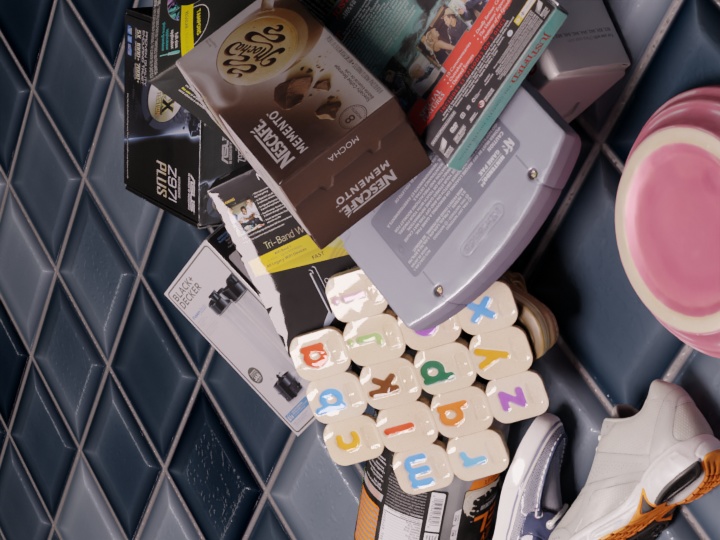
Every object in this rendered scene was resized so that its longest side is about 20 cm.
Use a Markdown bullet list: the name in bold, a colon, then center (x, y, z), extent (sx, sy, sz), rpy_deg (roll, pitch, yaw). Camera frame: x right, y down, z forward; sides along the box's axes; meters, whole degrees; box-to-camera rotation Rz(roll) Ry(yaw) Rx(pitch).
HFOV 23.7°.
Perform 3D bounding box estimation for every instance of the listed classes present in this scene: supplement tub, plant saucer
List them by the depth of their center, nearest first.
- **plant saucer**: center (0.254, -0.032, 1.253), extent (0.200, 0.050, 0.203), rpy_deg (20, 114, 53)
- **supplement tub**: center (0.060, 0.201, 1.531), extent (0.122, 0.121, 0.202), rpy_deg (37, 128, 44)

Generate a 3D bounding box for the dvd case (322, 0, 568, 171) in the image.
- **dvd case**: center (0.059, -0.191, 1.320), extent (0.147, 0.022, 0.200), rpy_deg (-55, 50, 17)

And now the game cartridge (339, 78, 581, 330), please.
- **game cartridge**: center (0.077, -0.058, 1.317), extent (0.201, 0.040, 0.134), rpy_deg (-51, 54, 21)

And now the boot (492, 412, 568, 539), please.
- **boot**: center (0.163, 0.224, 1.452), extent (0.090, 0.073, 0.202), rpy_deg (22, 114, 23)

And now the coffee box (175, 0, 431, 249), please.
- **coffee box**: center (-0.047, -0.124, 1.342), extent (0.200, 0.113, 0.080), rpy_deg (51, 176, 45)

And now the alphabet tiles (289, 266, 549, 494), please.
- **alphabet tiles**: center (0.048, 0.084, 1.407), extent (0.194, 0.015, 0.202), rpy_deg (-17, 105, 16)

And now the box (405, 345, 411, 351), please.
- **box**: center (0.000, 0.000, 1.559), extent (0.200, 0.034, 0.111), rpy_deg (-150, 51, -69)

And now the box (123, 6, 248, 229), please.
- **box**: center (-0.174, -0.165, 1.804), extent (0.163, 0.085, 0.202), rpy_deg (27, 120, 49)

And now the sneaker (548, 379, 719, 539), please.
- **sneaker**: center (0.210, 0.161, 1.359), extent (0.200, 0.075, 0.093), rpy_deg (-48, 52, 40)

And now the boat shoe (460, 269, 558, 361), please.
- **boat shoe**: center (0.108, 0.025, 1.462), extent (0.199, 0.066, 0.075), rpy_deg (22, 126, 54)

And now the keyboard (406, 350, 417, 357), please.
- **keyboard**: center (0.030, 0.015, 1.616), extent (0.200, 0.020, 0.128), rpy_deg (50, 141, 35)

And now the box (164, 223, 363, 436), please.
- **box**: center (-0.090, 0.053, 1.694), extent (0.200, 0.060, 0.117), rpy_deg (47, 140, 1)

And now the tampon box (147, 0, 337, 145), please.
- **tampon box**: center (-0.073, -0.233, 1.507), extent (0.199, 0.126, 0.151), rpy_deg (-32, 42, 30)

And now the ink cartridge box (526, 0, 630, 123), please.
- **ink cartridge box**: center (0.111, -0.211, 1.381), extent (0.145, 0.083, 0.202), rpy_deg (-41, 66, 51)

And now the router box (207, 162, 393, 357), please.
- **router box**: center (-0.004, -0.042, 1.418), extent (0.052, 0.198, 0.159), rpy_deg (-76, -39, -75)
